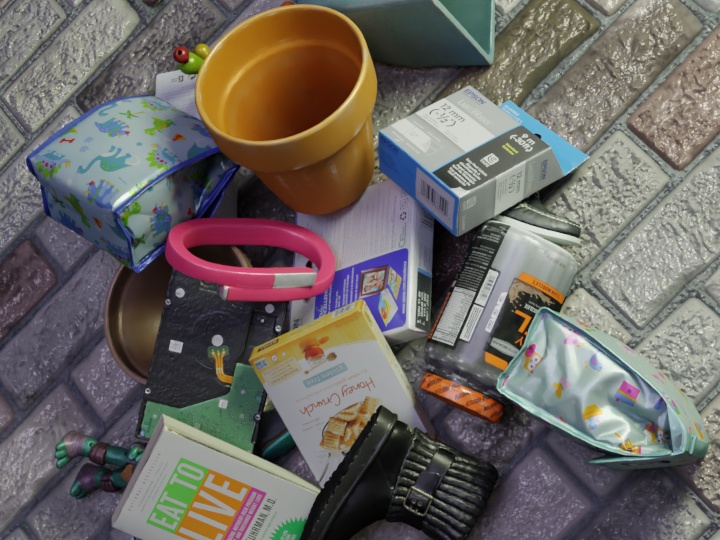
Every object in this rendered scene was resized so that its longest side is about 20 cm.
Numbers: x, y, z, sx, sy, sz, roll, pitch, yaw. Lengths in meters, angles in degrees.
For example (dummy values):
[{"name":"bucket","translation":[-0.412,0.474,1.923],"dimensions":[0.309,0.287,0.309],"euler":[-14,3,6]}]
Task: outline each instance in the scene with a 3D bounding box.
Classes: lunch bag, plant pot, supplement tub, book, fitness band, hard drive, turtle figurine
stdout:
[{"name":"lunch bag","translation":[0.260,0.140,1.443],"dimensions":[0.199,0.170,0.122],"euler":[32,91,23]},{"name":"plant pot","translation":[0.036,-0.357,1.679],"dimensions":[0.199,0.196,0.198],"euler":[-5,72,26]},{"name":"plant pot","translation":[-0.202,0.053,1.700],"dimensions":[0.199,0.093,0.203],"euler":[-7,72,21]},{"name":"supplement tub","translation":[0.147,0.058,1.540],"dimensions":[0.122,0.122,0.201],"euler":[22,84,26]},{"name":"book","translation":[-0.160,0.264,1.573],"dimensions":[0.199,0.048,0.134],"euler":[26,99,-16]},{"name":"lunch bag","translation":[-0.257,-0.118,1.648],"dimensions":[0.169,0.128,0.200],"euler":[29,59,28]},{"name":"fitness band","translation":[-0.123,-0.014,1.599],"dimensions":[0.144,0.199,0.038],"euler":[-127,45,-54]},{"name":"hard drive","translation":[-0.168,0.108,1.598],"dimensions":[0.139,0.038,0.202],"euler":[13,92,0]},{"name":"plant pot","translation":[-0.066,-0.167,1.605],"dimensions":[0.199,0.184,0.201],"euler":[-8,55,12]},{"name":"turtle figurine","translation":[-0.260,0.250,1.665],"dimensions":[0.199,0.101,0.151],"euler":[9,118,26]}]

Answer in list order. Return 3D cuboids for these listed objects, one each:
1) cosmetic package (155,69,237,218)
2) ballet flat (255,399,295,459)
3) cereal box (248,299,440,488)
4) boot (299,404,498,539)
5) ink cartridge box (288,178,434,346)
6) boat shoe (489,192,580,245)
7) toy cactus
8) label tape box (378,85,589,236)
[{"name":"cosmetic package","translation":[-0.205,-0.141,1.756],"dimensions":[0.071,0.101,0.202],"euler":[-8,70,21]},{"name":"ballet flat","translation":[-0.047,0.144,1.624],"dimensions":[0.199,0.073,0.073],"euler":[-32,65,13]},{"name":"cereal box","translation":[-0.015,0.148,1.561],"dimensions":[0.143,0.040,0.201],"euler":[-25,106,14]},{"name":"boot","translation":[0.038,0.267,1.528],"dimensions":[0.157,0.079,0.212],"euler":[32,104,-5]},{"name":"ink cartridge box","translation":[0.000,0.000,1.638],"dimensions":[0.199,0.043,0.200],"euler":[-16,61,40]},{"name":"boat shoe","translation":[0.165,-0.079,1.601],"dimensions":[0.199,0.076,0.061],"euler":[20,88,25]},{"name":"toy cactus","translation":[-0.125,-0.248,1.718],"dimensions":[0.198,0.165,0.103],"euler":[-11,74,-6]},{"name":"label tape box","translation":[0.140,-0.139,1.576],"dimensions":[0.199,0.066,0.143],"euler":[-30,52,-23]}]
